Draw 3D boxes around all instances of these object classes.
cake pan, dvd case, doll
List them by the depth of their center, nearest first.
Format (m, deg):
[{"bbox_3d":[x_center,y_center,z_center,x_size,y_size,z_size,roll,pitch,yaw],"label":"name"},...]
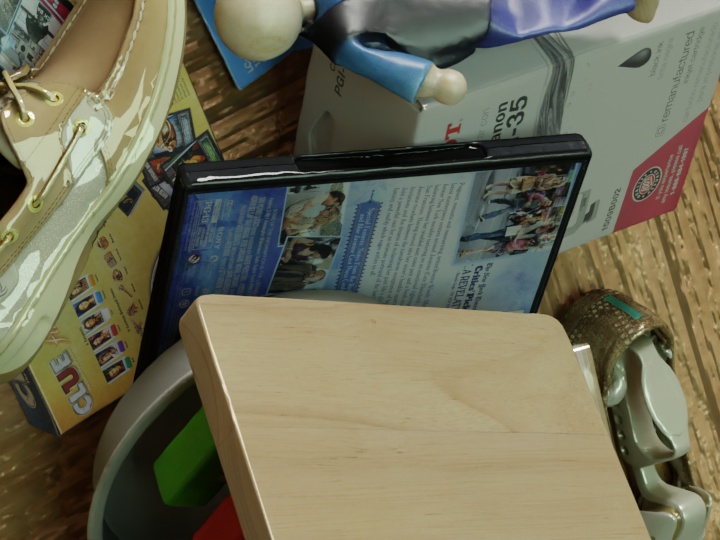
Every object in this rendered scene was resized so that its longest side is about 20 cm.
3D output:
[{"bbox_3d":[0.029,-0.127,1.089,0.199,0.137,0.049,-14,139,-18],"label":"doll"},{"bbox_3d":[0.000,0.000,1.118,0.199,0.018,0.143,-5,135,-22],"label":"dvd case"},{"bbox_3d":[-0.039,0.086,1.132,0.199,0.037,0.201,-18,136,-18],"label":"cake pan"}]

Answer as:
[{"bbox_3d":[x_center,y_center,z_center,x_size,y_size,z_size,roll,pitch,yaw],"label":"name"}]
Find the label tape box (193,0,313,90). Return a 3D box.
[{"bbox_3d":[0.000,-0.196,1.168,0.200,0.066,0.144,-37,115,-25],"label":"label tape box"}]

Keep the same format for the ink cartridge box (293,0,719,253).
[{"bbox_3d":[0.073,-0.075,1.187,0.199,0.083,0.147,-21,142,-30],"label":"ink cartridge box"}]

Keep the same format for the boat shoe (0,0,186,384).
[{"bbox_3d":[-0.140,-0.051,1.050,0.066,0.074,0.201,28,82,-38],"label":"boat shoe"}]

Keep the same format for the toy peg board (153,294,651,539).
[{"bbox_3d":[0.018,0.123,1.042,0.199,0.098,0.200,4,52,-35],"label":"toy peg board"}]

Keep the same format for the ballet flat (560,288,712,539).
[{"bbox_3d":[0.155,0.108,1.313,0.070,0.065,0.201,-27,111,-27],"label":"ballet flat"}]

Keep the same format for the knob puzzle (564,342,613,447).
[{"bbox_3d":[0.090,0.147,1.185,0.030,0.220,0.221,-11,103,-17],"label":"knob puzzle"}]

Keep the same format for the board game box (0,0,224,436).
[{"bbox_3d":[-0.132,-0.044,1.121,0.135,0.035,0.201,-32,113,-25],"label":"board game box"}]
